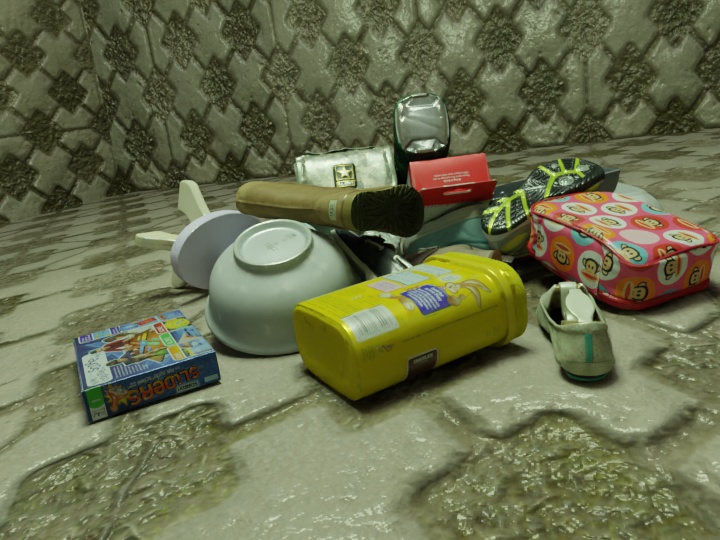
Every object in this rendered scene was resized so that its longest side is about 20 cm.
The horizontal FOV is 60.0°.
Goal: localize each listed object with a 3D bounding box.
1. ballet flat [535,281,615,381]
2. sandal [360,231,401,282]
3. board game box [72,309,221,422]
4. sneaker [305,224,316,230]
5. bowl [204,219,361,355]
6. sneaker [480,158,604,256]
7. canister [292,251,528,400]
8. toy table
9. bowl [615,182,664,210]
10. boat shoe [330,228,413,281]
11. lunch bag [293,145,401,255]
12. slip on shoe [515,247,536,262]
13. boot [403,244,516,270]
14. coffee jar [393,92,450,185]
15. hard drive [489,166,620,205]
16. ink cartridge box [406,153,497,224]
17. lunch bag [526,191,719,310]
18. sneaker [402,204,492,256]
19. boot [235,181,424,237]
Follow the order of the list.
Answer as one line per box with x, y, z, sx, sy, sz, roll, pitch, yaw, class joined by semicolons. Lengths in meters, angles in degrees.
0.215;0.043;0.622;0.067;0.063;0.200;-5;14;8;ballet flat
0.006;0.003;0.917;0.082;0.050;0.203;21;41;23;sandal
-0.249;0.098;0.708;0.134;0.035;0.200;-15;16;-23;board game box
-0.146;-0.009;0.968;0.199;0.072;0.072;-27;51;23;sneaker
-0.100;0.001;0.759;0.198;0.091;0.202;-4;38;3;bowl
0.255;-0.089;0.876;0.199;0.077;0.076;-30;42;-8;sneaker
0.047;0.050;0.638;0.198;0.088;0.148;-17;17;-26;canister
-0.262;-0.046;1.041;0.116;0.186;0.199;20;8;30;toy table
0.398;-0.099;1.056;0.197;0.076;0.200;-6;13;5;bowl
0.022;-0.013;0.813;0.060;0.074;0.200;-39;35;-3;boat shoe
-0.020;-0.104;1.038;0.162;0.203;0.118;-8;14;-3;lunch bag
0.239;-0.038;0.943;0.198;0.075;0.061;-9;-32;33;slip on shoe
0.116;0.005;0.806;0.145;0.071;0.200;2;7;24;boot
0.095;-0.187;0.998;0.084;0.106;0.200;-5;-17;3;coffee jar
0.288;-0.124;0.981;0.198;0.043;0.135;-13;12;-1;hard drive
0.130;-0.116;0.945;0.115;0.068;0.200;-8;-16;-2;ink cartridge box
0.324;-0.037;0.769;0.174;0.083;0.200;-14;30;-20;lunch bag
0.129;-0.032;0.956;0.073;0.083;0.200;1;-16;-27;sneaker
-0.037;-0.089;0.831;0.198;0.067;0.174;10;5;39;boot
